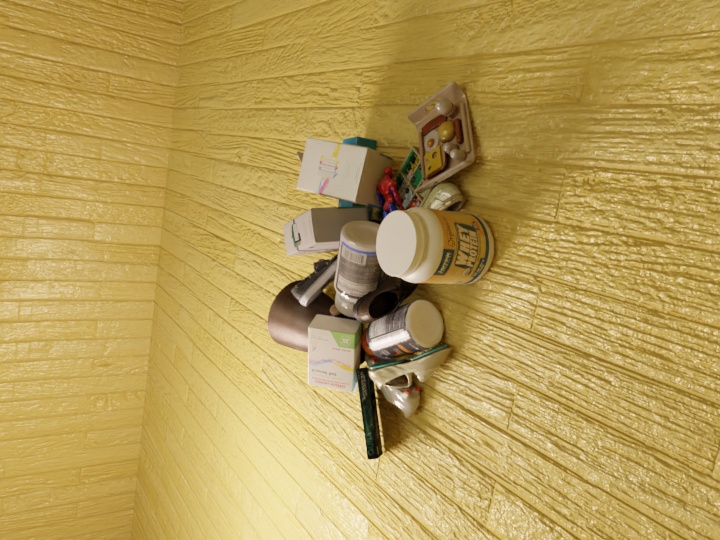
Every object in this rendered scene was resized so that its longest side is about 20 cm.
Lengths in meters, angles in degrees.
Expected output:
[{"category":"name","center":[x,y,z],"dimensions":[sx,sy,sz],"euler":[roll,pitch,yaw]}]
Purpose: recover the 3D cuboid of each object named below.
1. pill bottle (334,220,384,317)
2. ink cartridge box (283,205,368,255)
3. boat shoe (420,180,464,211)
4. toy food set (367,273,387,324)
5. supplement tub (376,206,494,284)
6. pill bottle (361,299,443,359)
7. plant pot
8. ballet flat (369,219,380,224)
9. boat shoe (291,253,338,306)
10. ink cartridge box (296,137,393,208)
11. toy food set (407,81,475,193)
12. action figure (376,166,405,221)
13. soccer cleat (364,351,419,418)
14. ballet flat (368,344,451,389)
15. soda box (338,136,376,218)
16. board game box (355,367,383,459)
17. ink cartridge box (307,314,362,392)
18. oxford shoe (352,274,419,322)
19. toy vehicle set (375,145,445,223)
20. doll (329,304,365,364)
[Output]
[{"category":"pill bottle","center":[0.000,0.000,1.302],"dimensions":[0.114,0.113,0.201],"euler":[50,141,44]},{"category":"ink cartridge box","center":[-0.086,-0.094,1.399],"dimensions":[0.200,0.145,0.085],"euler":[-17,80,63]},{"category":"boat shoe","center":[0.150,-0.096,1.237],"dimensions":[0.201,0.073,0.063],"euler":[-53,42,29]},{"category":"toy food set","center":[0.013,0.033,1.444],"dimensions":[0.199,0.048,0.201],"euler":[-61,43,33]},{"category":"supplement tub","center":[0.145,-0.046,1.126],"dimensions":[0.144,0.199,0.146],"euler":[-4,85,55]},{"category":"pill bottle","center":[0.083,0.138,1.286],"dimensions":[0.200,0.106,0.107],"euler":[-27,66,52]},{"category":"plant pot","center":[-0.111,0.144,1.523],"dimensions":[0.199,0.186,0.189],"euler":[21,106,38]},{"category":"ballet flat","center":[-0.008,-0.096,1.474],"dimensions":[0.199,0.067,0.047],"euler":[0,109,58]},{"category":"boat shoe","center":[-0.101,0.005,1.493],"dimensions":[0.066,0.200,0.070],"euler":[39,159,11]},{"category":"ink cartridge box","center":[-0.048,-0.233,1.378],"dimensions":[0.199,0.128,0.126],"euler":[17,97,30]},{"category":"toy food set","center":[0.159,-0.275,1.209],"dimensions":[0.143,0.060,0.202],"euler":[-27,56,44]},{"category":"action figure","center":[0.069,-0.136,1.323],"dimensions":[0.065,0.051,0.202],"euler":[-2,93,50]},{"category":"soccer cleat","center":[0.065,0.257,1.342],"dimensions":[0.200,0.069,0.078],"euler":[44,131,46]},{"category":"ballet flat","center":[0.111,0.213,1.244],"dimensions":[0.199,0.069,0.070],"euler":[-20,70,27]},{"category":"soda box","center":[-0.009,-0.233,1.477],"dimensions":[0.068,0.064,0.202],"euler":[7,94,54]},{"category":"board game box","center":[0.022,0.335,1.359],"dimensions":[0.135,0.028,0.202],"euler":[65,-163,-74]},{"category":"ink cartridge box","center":[-0.062,0.213,1.369],"dimensions":[0.067,0.116,0.202],"euler":[-60,-25,-62]},{"category":"oxford shoe","center":[0.080,0.045,1.246],"dimensions":[0.073,0.200,0.084],"euler":[52,161,-14]},{"category":"toy vehicle set","center":[0.110,-0.167,1.334],"dimensions":[0.201,0.026,0.125],"euler":[-61,43,33]},{"category":"doll","center":[-0.033,0.179,1.414],"dimensions":[0.049,0.135,0.202],"euler":[-108,9,-69]}]
